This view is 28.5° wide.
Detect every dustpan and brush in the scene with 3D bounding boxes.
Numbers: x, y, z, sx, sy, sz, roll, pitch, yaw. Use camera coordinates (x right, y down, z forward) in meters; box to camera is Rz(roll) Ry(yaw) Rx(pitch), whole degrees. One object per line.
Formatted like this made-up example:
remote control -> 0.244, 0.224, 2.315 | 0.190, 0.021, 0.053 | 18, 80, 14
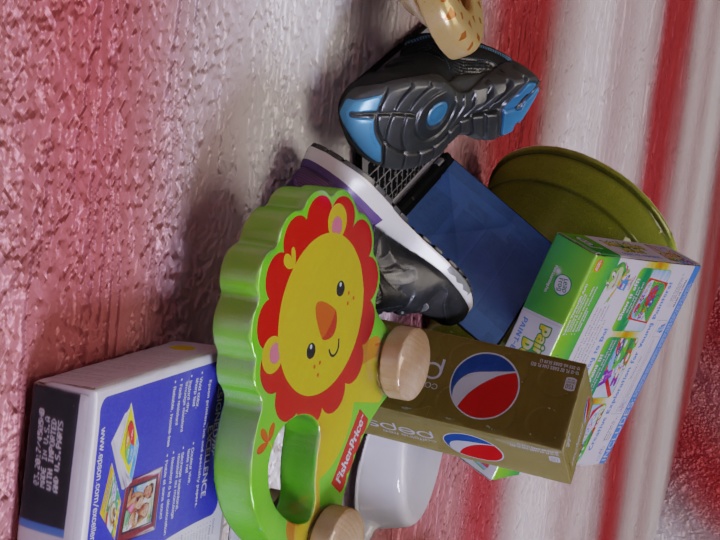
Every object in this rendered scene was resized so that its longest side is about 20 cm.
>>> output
dustpan and brush -> 0.017, 0.188, 1.171 | 0.140, 0.057, 0.202 | 64, 34, -56

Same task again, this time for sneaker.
sneaker -> 0.042, -0.127, 1.018 | 0.199, 0.082, 0.074 | -14, 140, -50
sneaker -> 0.000, 0.000, 0.972 | 0.088, 0.075, 0.200 | -55, 135, -7

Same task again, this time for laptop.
laptop -> 0.082, -0.076, 1.110 | 0.187, 0.115, 0.202 | -48, 143, -55

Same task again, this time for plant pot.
plant pot -> 0.157, 0.026, 1.289 | 0.193, 0.199, 0.202 | -52, 148, -30

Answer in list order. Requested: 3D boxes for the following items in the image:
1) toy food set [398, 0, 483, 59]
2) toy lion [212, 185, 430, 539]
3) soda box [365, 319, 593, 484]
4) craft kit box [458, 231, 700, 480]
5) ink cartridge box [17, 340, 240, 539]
toy food set -> 0.052, -0.265, 0.987 | 0.201, 0.048, 0.199 | -70, 148, -42
toy lion -> -0.035, 0.060, 0.841 | 0.192, 0.068, 0.202 | 54, 51, -51
soda box -> 0.061, 0.088, 1.010 | 0.064, 0.198, 0.068 | 64, 42, -58
craft kit box -> 0.184, 0.072, 1.173 | 0.197, 0.048, 0.202 | 3, 115, -56
ink cartridge box -> -0.121, 0.143, 0.782 | 0.200, 0.046, 0.200 | -13, 110, -71
